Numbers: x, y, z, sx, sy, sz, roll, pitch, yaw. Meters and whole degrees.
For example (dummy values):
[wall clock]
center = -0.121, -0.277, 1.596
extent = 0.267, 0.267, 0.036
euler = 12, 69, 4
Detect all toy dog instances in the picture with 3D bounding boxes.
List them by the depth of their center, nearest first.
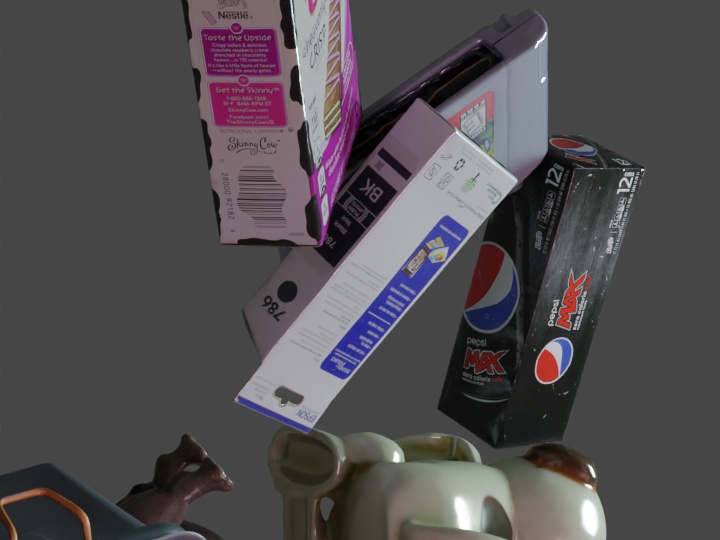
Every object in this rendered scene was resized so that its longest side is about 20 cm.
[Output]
[toy dog]
center = 0.063, 0.158, 1.384
extent = 0.199, 0.194, 0.140
euler = 4, 73, -37

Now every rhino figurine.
[rhino figurine]
center = -0.073, 0.199, 1.310
extent = 0.087, 0.200, 0.060
euler = -39, 174, -8

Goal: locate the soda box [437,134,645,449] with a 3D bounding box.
[soda box]
center = 0.116, 0.013, 1.448
extent = 0.071, 0.063, 0.201
euler = -2, 114, -41

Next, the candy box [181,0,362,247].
[candy box]
center = -0.046, -0.132, 1.167
extent = 0.137, 0.061, 0.201
euler = -74, 161, -53

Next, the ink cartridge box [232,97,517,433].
[ink cartridge box]
center = 0.000, 0.000, 1.281
extent = 0.200, 0.039, 0.099
euler = -51, 151, 4

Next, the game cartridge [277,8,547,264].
[game cartridge]
center = 0.035, -0.060, 1.329
extent = 0.200, 0.041, 0.133
euler = -36, 153, -19

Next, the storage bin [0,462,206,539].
[storage bin]
center = -0.200, 0.175, 1.199
extent = 0.200, 0.134, 0.146
euler = -13, 122, -38
